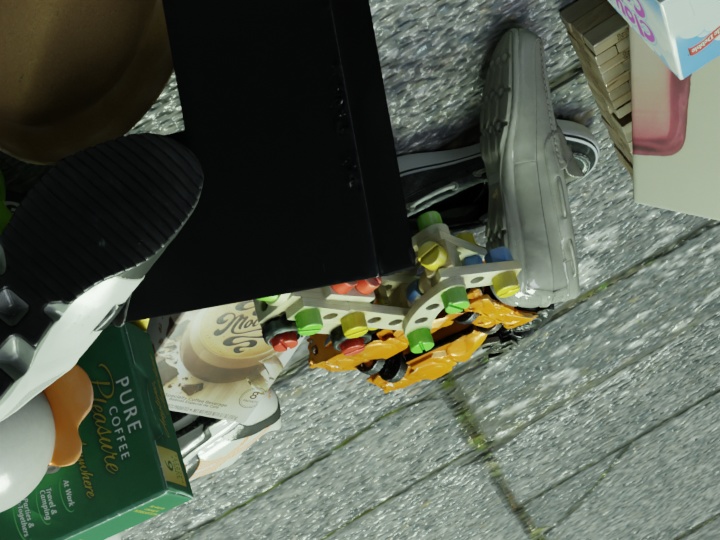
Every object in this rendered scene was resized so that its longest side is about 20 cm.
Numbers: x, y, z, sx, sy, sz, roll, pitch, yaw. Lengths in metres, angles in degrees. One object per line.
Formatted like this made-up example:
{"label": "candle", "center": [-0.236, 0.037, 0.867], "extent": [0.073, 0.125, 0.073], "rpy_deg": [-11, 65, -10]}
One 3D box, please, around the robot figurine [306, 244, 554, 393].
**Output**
{"label": "robot figurine", "center": [0.056, 0.038, 0.996], "extent": [0.199, 0.059, 0.144], "rpy_deg": [-30, 143, 36]}

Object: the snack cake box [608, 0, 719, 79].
{"label": "snack cake box", "center": [0.188, -0.224, 0.758], "extent": [0.114, 0.201, 0.067], "rpy_deg": [-31, 138, 4]}

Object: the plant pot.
{"label": "plant pot", "center": [-0.164, -0.160, 0.700], "extent": [0.200, 0.027, 0.202], "rpy_deg": [-43, 144, -41]}

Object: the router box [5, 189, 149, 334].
{"label": "router box", "center": [-0.243, 0.021, 0.830], "extent": [0.197, 0.051, 0.151], "rpy_deg": [12, 122, -13]}

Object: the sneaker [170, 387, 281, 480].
{"label": "sneaker", "center": [-0.151, 0.156, 1.038], "extent": [0.199, 0.074, 0.080], "rpy_deg": [-32, 139, 5]}

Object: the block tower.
{"label": "block tower", "center": [0.213, -0.139, 0.960], "extent": [0.057, 0.054, 0.201], "rpy_deg": [-31, 137, 3]}

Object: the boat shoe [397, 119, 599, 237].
{"label": "boat shoe", "center": [0.106, -0.065, 0.964], "extent": [0.197, 0.068, 0.074], "rpy_deg": [-9, 134, -20]}

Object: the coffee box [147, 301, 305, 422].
{"label": "coffee box", "center": [-0.094, 0.012, 0.924], "extent": [0.112, 0.080, 0.201], "rpy_deg": [15, 122, -36]}

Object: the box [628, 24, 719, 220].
{"label": "box", "center": [0.263, -0.152, 0.867], "extent": [0.128, 0.108, 0.202], "rpy_deg": [-37, 131, -41]}

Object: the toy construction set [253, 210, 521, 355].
{"label": "toy construction set", "center": [0.000, 0.000, 0.836], "extent": [0.198, 0.093, 0.131], "rpy_deg": [22, 139, -32]}

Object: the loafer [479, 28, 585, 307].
{"label": "loafer", "center": [0.128, -0.075, 0.902], "extent": [0.069, 0.070, 0.203], "rpy_deg": [-2, 91, -14]}

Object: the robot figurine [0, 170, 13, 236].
{"label": "robot figurine", "center": [-0.280, -0.058, 0.689], "extent": [0.176, 0.200, 0.115], "rpy_deg": [-55, 160, 22]}

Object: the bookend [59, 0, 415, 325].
{"label": "bookend", "center": [-0.086, -0.079, 0.726], "extent": [0.197, 0.202, 0.092], "rpy_deg": [-11, 180, 16]}

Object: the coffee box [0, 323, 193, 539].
{"label": "coffee box", "center": [-0.214, 0.129, 0.801], "extent": [0.198, 0.124, 0.044], "rpy_deg": [-27, 156, 10]}

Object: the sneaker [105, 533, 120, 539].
{"label": "sneaker", "center": [-0.205, 0.125, 0.897], "extent": [0.098, 0.200, 0.079], "rpy_deg": [-10, 133, -32]}

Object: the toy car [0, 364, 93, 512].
{"label": "toy car", "center": [-0.261, 0.092, 0.733], "extent": [0.198, 0.178, 0.185], "rpy_deg": [-24, 167, -24]}

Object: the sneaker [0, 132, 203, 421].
{"label": "sneaker", "center": [-0.164, 0.008, 0.673], "extent": [0.200, 0.074, 0.089], "rpy_deg": [-45, 172, -11]}
